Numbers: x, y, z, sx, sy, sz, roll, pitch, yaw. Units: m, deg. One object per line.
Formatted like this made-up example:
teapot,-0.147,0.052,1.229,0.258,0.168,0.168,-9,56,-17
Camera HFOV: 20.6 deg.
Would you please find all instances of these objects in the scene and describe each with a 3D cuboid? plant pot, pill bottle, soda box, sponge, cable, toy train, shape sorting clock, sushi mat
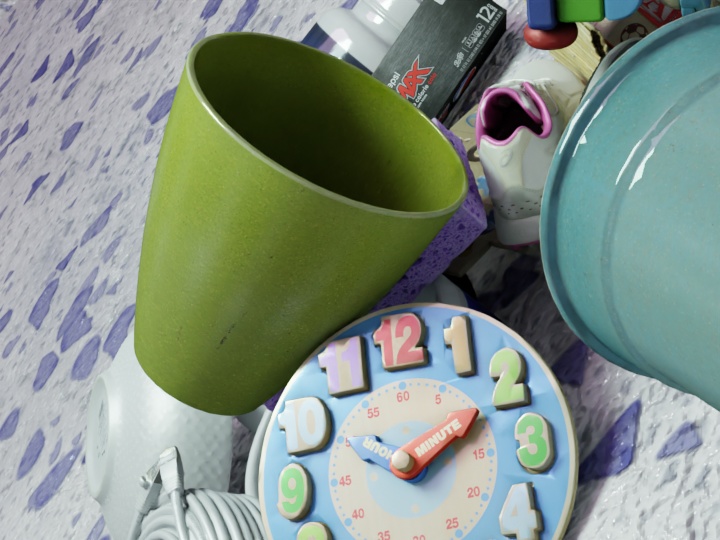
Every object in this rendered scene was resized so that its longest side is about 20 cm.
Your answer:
plant pot,0.212,-0.001,0.911,0.200,0.200,0.196,-52,29,6
pill bottle,-0.014,-0.152,1.683,0.200,0.111,0.111,-51,22,8
soda box,0.038,-0.136,1.590,0.200,0.063,0.071,-55,-6,-4
sponge,0.000,0.000,1.315,0.200,0.030,0.112,-44,30,22
cable,-0.098,0.237,1.248,0.200,0.069,0.200,60,139,48
plant pot,-0.062,-0.014,1.233,0.200,0.187,0.187,-60,17,27
toy train,0.175,-0.206,1.274,0.116,0.085,0.200,3,24,17
shape sorting clock,0.030,0.115,1.157,0.200,0.039,0.200,-9,68,23
sushi mat,0.151,-0.152,1.376,0.012,0.096,0.200,-30,24,1

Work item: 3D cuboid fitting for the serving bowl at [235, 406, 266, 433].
serving bowl,-0.063,0.026,1.490,0.200,0.066,0.200,-49,33,48

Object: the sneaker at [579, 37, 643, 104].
sneaker,0.181,-0.073,1.197,0.121,0.084,0.200,-31,39,55

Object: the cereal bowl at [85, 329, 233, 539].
cereal bowl,-0.159,0.128,1.497,0.200,0.083,0.200,-177,90,-73

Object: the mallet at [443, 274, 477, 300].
mallet,0.033,-0.027,1.438,0.041,0.066,0.200,-32,29,2

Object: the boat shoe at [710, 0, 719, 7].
boat shoe,0.247,-0.135,1.179,0.063,0.073,0.201,-48,14,17

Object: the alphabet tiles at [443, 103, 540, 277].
alphabet tiles,0.076,-0.059,1.379,0.166,0.006,0.200,-43,35,-26

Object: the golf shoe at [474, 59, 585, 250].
golf shoe,0.116,-0.100,1.317,0.075,0.092,0.200,-17,31,16

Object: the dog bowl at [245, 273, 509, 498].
dog bowl,0.016,0.099,1.297,0.200,0.079,0.200,-44,23,25

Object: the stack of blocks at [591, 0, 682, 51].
stack of blocks,0.197,-0.213,1.408,0.115,0.059,0.200,-51,22,8
